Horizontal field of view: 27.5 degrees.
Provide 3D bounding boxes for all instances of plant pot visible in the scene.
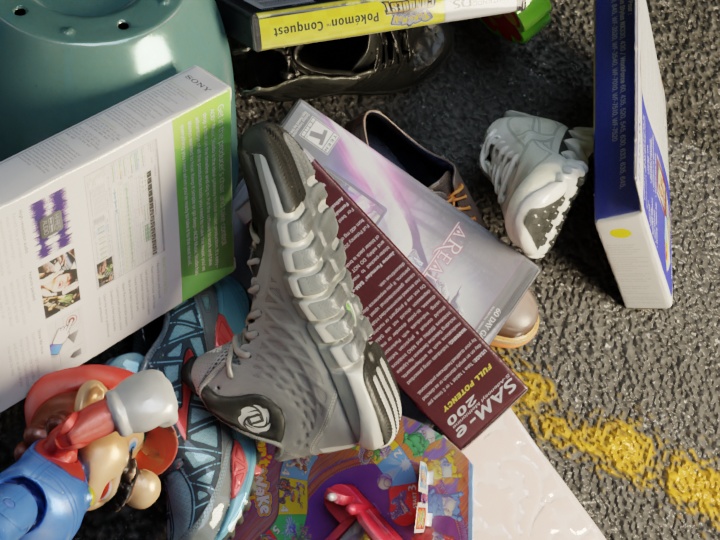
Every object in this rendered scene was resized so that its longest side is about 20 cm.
[{"bbox_3d":[-0.169,-0.123,0.912,0.200,0.161,0.201,5,50,-6],"label":"plant pot"}]

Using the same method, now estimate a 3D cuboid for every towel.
[{"bbox_3d":[0.073,0.208,0.953,0.200,0.032,0.191,-29,78,-29],"label":"towel"}]

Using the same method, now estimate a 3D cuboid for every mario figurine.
[{"bbox_3d":[-0.150,0.124,0.775,0.106,0.123,0.200,68,29,-18],"label":"mario figurine"}]

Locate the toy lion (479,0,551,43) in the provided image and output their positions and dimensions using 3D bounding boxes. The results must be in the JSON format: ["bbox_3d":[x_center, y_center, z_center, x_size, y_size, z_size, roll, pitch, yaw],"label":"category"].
[{"bbox_3d":[0.063,-0.260,1.102,0.069,0.192,0.200,-39,42,-2],"label":"toy lion"}]

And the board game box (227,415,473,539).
[{"bbox_3d":[-0.014,0.179,0.867,0.158,0.039,0.200,-2,79,18],"label":"board game box"}]

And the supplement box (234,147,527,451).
[{"bbox_3d":[0.012,0.017,0.929,0.061,0.109,0.200,-44,91,0],"label":"supplement box"}]

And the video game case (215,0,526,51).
[{"bbox_3d":[-0.013,-0.186,0.986,0.180,0.200,0.026,-12,111,-17],"label":"video game case"}]

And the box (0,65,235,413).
[{"bbox_3d":[-0.155,-0.014,0.827,0.200,0.145,0.036,-31,53,-32],"label":"box"}]

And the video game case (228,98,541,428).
[{"bbox_3d":[0.000,0.000,0.991,0.200,0.019,0.143,35,90,-1],"label":"video game case"}]

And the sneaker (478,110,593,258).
[{"bbox_3d":[0.117,-0.067,1.040,0.081,0.075,0.200,27,21,4],"label":"sneaker"}]

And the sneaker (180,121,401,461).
[{"bbox_3d":[-0.061,0.023,0.846,0.115,0.075,0.200,-18,100,16],"label":"sneaker"}]

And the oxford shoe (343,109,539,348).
[{"bbox_3d":[0.054,-0.028,1.030,0.200,0.073,0.071,44,58,3],"label":"oxford shoe"}]

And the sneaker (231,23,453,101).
[{"bbox_3d":[-0.006,-0.154,1.044,0.199,0.104,0.060,-14,93,-22],"label":"sneaker"}]

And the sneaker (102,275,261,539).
[{"bbox_3d":[-0.121,0.087,0.905,0.095,0.079,0.200,17,51,-30],"label":"sneaker"}]

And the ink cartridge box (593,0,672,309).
[{"bbox_3d":[0.190,-0.101,1.052,0.047,0.200,0.198,-4,63,19],"label":"ink cartridge box"}]
